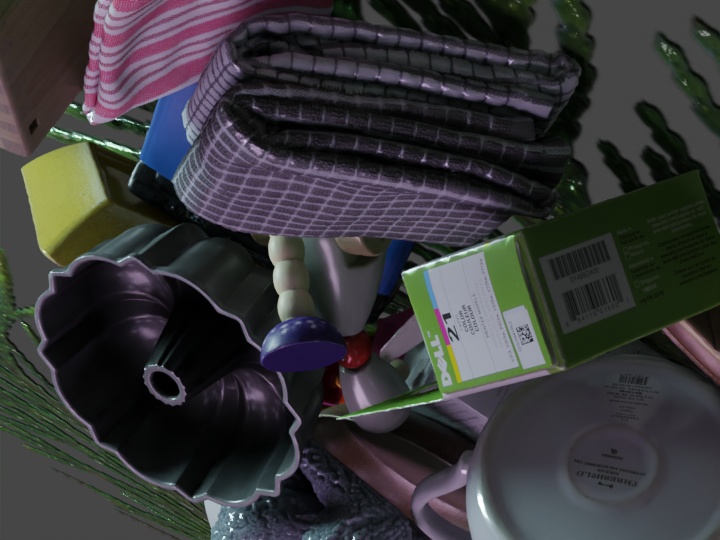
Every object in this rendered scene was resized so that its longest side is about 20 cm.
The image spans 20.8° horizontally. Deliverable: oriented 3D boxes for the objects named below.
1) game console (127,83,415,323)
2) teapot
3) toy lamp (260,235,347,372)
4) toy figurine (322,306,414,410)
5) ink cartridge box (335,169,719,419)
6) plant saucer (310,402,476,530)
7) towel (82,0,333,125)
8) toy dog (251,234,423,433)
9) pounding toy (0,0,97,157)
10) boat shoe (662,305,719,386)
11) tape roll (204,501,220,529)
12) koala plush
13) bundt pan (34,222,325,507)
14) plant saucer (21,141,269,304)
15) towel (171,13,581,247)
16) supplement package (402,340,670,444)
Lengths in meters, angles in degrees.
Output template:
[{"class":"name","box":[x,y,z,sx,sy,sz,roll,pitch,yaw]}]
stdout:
[{"class":"game console","box":[-0.047,-0.063,1.370,0.199,0.119,0.171,29,-167,3]},{"class":"teapot","box":[0.158,0.159,1.221,0.200,0.197,0.146,53,166,37]},{"class":"toy lamp","box":[-0.050,-0.042,1.172,0.058,0.201,0.058,-8,158,-3]},{"class":"toy figurine","box":[0.038,0.085,1.497,0.199,0.151,0.184,16,164,-38]},{"class":"ink cartridge box","box":[0.084,0.018,1.094,0.200,0.147,0.076,-19,90,51]},{"class":"plant saucer","box":[0.053,0.148,1.391,0.200,0.032,0.200,29,160,11]},{"class":"towel","box":[-0.072,-0.133,1.034,0.030,0.146,0.200,65,164,9]},{"class":"toy dog","box":[0.000,0.000,1.270,0.131,0.096,0.201,26,139,20]},{"class":"pounding toy","box":[-0.224,-0.179,1.109,0.199,0.184,0.142,22,150,19]},{"class":"boat shoe","box":[0.241,0.064,1.157,0.200,0.072,0.068,33,141,-18]},{"class":"tape roll","box":[-0.014,0.178,1.666,0.203,0.203,0.139,40,159,-29]},{"class":"koala plush","box":[-0.067,0.217,1.349,0.184,0.200,0.177,36,175,31]},{"class":"bundt pan","box":[-0.107,0.052,1.262,0.201,0.076,0.203,19,134,20]},{"class":"plant saucer","box":[-0.138,-0.026,1.415,0.199,0.049,0.200,23,-166,-21]},{"class":"towel","box":[0.006,-0.065,1.073,0.199,0.086,0.166,8,165,-11]},{"class":"supplement package","box":[0.137,0.093,1.353,0.200,0.110,0.114,34,162,-13]}]
